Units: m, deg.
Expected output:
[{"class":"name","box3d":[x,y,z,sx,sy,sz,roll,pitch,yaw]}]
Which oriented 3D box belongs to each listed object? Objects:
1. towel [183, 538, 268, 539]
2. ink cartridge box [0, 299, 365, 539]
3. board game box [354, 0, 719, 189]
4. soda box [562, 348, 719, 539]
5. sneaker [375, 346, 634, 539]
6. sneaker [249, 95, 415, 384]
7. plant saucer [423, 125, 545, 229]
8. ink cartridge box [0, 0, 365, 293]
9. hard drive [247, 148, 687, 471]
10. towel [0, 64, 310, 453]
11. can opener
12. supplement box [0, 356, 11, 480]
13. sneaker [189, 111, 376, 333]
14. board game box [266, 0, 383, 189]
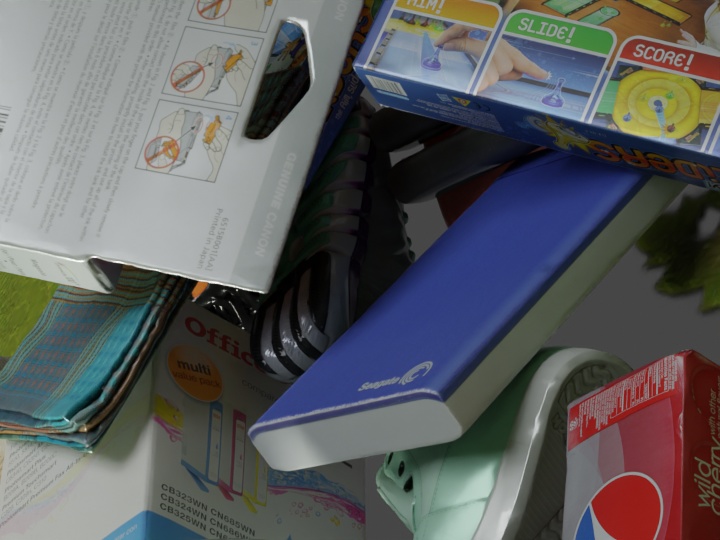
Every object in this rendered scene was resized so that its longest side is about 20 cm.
[{"class":"towel","box3d":[-0.035,0.192,0.934,0.048,0.200,0.171,-30,8,-33]},{"class":"ink cartridge box","box3d":[-0.084,0.117,1.133,0.125,0.129,0.200,-39,34,33]},{"class":"board game box","box3d":[0.113,-0.111,1.011,0.200,0.034,0.135,17,72,28]},{"class":"soda box","box3d":[0.113,0.130,0.861,0.063,0.070,0.200,-33,38,41]},{"class":"sneaker","box3d":[0.038,0.125,0.991,0.118,0.074,0.200,0,63,62]},{"class":"sneaker","box3d":[0.000,0.000,1.163,0.074,0.088,0.200,-40,25,32]},{"class":"plant saucer","box3d":[0.088,-0.146,1.207,0.200,0.037,0.200,-44,31,27]},{"class":"ink cartridge box","box3d":[-0.088,-0.086,1.097,0.173,0.044,0.200,12,70,16]},{"class":"hard drive","box3d":[0.054,0.006,1.034,0.200,0.025,0.132,-45,17,-34]},{"class":"towel","box3d":[-0.103,-0.007,1.140,0.200,0.022,0.147,-59,23,-16]},{"class":"can opener","box3d":[0.095,-0.087,1.110,0.200,0.067,0.053,-25,82,39]},{"class":"supplement box","box3d":[-0.215,0.110,1.280,0.074,0.200,0.126,44,103,24]},{"class":"sneaker","box3d":[-0.056,-0.008,1.272,0.200,0.070,0.090,-56,25,2]},{"class":"board game box","box3d":[-0.057,-0.087,1.249,0.200,0.034,0.135,-15,42,58]}]
